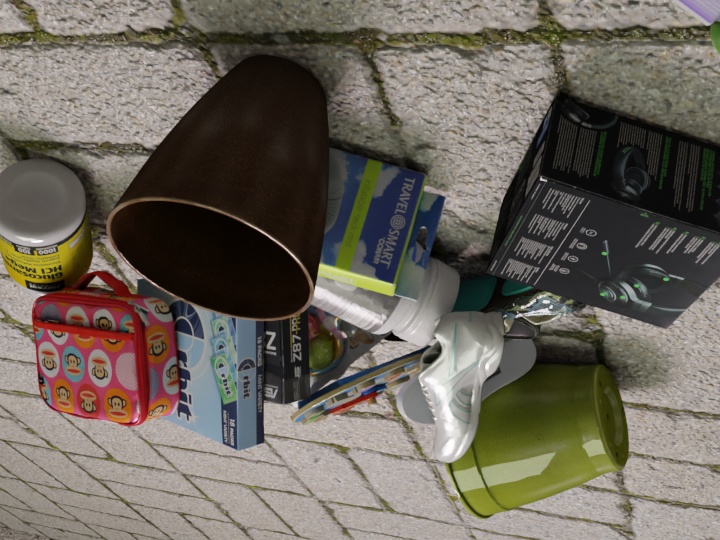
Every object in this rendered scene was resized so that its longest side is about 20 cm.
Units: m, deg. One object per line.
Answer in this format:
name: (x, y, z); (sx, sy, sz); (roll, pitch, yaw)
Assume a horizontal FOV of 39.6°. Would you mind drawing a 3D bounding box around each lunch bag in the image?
lunch bag: (-0.310, 0.089, 1.213); (0.199, 0.178, 0.082); (4, -170, 35)

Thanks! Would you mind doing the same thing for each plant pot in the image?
plant pot: (-0.103, -0.088, 0.901); (0.186, 0.201, 0.187); (13, 151, 7)
plant pot: (0.226, 0.197, 1.254); (0.192, 0.201, 0.200); (-15, 139, 26)

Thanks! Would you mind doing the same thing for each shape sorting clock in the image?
shape sorting clock: (0.009, 0.144, 1.214); (0.199, 0.039, 0.200); (-22, 172, -3)

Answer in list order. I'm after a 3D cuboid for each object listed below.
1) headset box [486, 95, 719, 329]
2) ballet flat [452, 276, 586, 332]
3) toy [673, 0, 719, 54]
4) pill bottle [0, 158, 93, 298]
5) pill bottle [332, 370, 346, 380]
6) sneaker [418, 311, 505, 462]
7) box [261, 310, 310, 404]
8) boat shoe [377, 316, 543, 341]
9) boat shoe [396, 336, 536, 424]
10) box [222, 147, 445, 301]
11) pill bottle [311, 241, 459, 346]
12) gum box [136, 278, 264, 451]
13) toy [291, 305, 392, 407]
headset box: (0.236, -0.044, 0.899); (0.199, 0.093, 0.174); (17, 151, 1)
ballet flat: (0.164, 0.039, 1.098); (0.074, 0.075, 0.199); (37, 146, -31)
toy: (0.312, -0.187, 0.638); (0.115, 0.047, 0.200); (28, 151, -21)
pill bottle: (-0.390, -0.040, 1.239); (0.112, 0.113, 0.200); (18, 152, -1)
pill bottle: (-0.117, 0.090, 1.316); (0.199, 0.110, 0.110); (3, 148, 26)
sneaker: (0.098, 0.123, 1.092); (0.080, 0.071, 0.201); (8, 121, -6)
box: (-0.143, 0.066, 1.208); (0.199, 0.162, 0.049); (6, -169, 44)
boat shoe: (0.117, 0.065, 1.188); (0.199, 0.068, 0.072); (5, 148, 19)
boat shoe: (0.121, 0.127, 1.192); (0.057, 0.199, 0.069); (6, 114, 60)
box: (-0.023, -0.054, 0.993); (0.199, 0.123, 0.048); (16, 165, 5)
pill bottle: (0.000, 0.000, 1.089); (0.199, 0.114, 0.114); (25, 151, -14)
gum box: (-0.194, 0.106, 1.198); (0.199, 0.171, 0.044); (12, -165, 42)
toy: (-0.056, 0.078, 1.201); (0.200, 0.047, 0.115); (-40, 91, 24)
